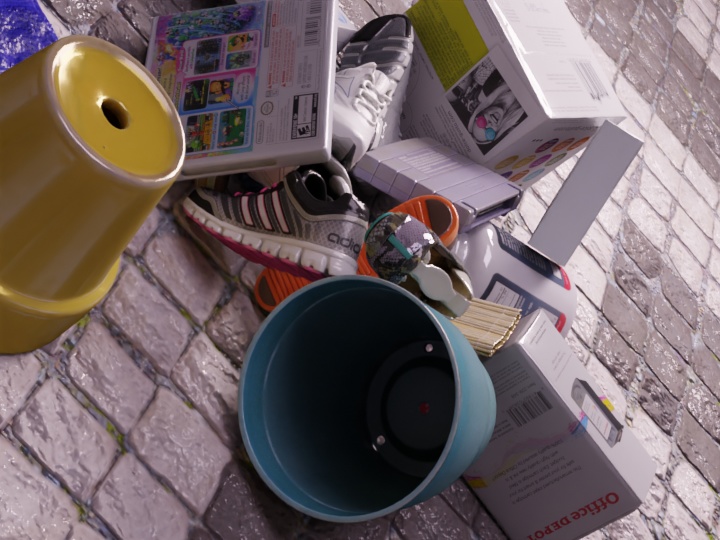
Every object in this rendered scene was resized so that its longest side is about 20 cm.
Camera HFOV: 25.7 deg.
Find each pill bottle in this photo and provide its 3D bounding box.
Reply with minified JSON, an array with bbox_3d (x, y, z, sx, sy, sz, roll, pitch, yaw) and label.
[{"bbox_3d":[0.119,0.010,1.633,0.200,0.119,0.120,30,40,-34],"label":"pill bottle"}]

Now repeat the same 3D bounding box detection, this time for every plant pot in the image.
[{"bbox_3d":[0.024,0.115,1.362,0.188,0.199,0.201,18,45,-65],"label":"plant pot"},{"bbox_3d":[-0.236,-0.069,1.173,0.200,0.189,0.201,34,37,-31],"label":"plant pot"}]

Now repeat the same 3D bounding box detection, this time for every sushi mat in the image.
[{"bbox_3d":[0.049,0.032,1.503,0.199,0.012,0.096,16,26,16],"label":"sushi mat"}]

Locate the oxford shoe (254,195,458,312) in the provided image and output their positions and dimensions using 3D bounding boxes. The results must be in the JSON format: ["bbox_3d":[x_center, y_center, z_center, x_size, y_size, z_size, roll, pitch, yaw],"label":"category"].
[{"bbox_3d":[0.000,0.000,1.462,0.073,0.199,0.072,77,-8,-63],"label":"oxford shoe"}]

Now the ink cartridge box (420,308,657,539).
[{"bbox_3d":[0.169,0.161,1.534,0.200,0.147,0.086,52,32,-7],"label":"ink cartridge box"}]

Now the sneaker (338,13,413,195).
[{"bbox_3d":[0.021,-0.168,1.688,0.116,0.075,0.201,59,43,-51],"label":"sneaker"}]

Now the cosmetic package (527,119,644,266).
[{"bbox_3d":[0.237,-0.079,1.685,0.052,0.151,0.200,31,4,5],"label":"cosmetic package"}]

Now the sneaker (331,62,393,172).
[{"bbox_3d":[-0.011,-0.158,1.511,0.075,0.087,0.200,52,10,-21],"label":"sneaker"}]

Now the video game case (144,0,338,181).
[{"bbox_3d":[-0.112,-0.168,1.437,0.024,0.181,0.201,69,18,-51],"label":"video game case"}]

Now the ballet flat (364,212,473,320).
[{"bbox_3d":[0.062,0.011,1.393,0.200,0.072,0.072,40,28,-62],"label":"ballet flat"}]

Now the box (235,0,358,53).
[{"bbox_3d":[-0.106,-0.318,1.660,0.200,0.041,0.156,54,22,16],"label":"box"}]

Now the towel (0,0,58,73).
[{"bbox_3d":[-0.329,-0.237,1.334,0.147,0.049,0.201,-15,73,-57],"label":"towel"}]

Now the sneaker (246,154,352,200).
[{"bbox_3d":[-0.040,-0.062,1.471,0.099,0.078,0.200,33,-14,44],"label":"sneaker"}]

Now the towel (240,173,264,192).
[{"bbox_3d":[-0.077,-0.151,1.588,0.111,0.048,0.201,27,41,-39],"label":"towel"}]

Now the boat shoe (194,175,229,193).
[{"bbox_3d":[-0.151,-0.157,1.494,0.076,0.072,0.201,10,51,-9],"label":"boat shoe"}]

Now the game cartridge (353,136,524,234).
[{"bbox_3d":[0.080,-0.088,1.591,0.129,0.039,0.200,26,17,16],"label":"game cartridge"}]

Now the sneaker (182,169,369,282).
[{"bbox_3d":[-0.069,-0.049,1.386,0.074,0.199,0.088,37,76,-51],"label":"sneaker"}]

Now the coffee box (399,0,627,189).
[{"bbox_3d":[0.141,-0.203,1.783,0.199,0.197,0.201,-7,67,-55],"label":"coffee box"}]
